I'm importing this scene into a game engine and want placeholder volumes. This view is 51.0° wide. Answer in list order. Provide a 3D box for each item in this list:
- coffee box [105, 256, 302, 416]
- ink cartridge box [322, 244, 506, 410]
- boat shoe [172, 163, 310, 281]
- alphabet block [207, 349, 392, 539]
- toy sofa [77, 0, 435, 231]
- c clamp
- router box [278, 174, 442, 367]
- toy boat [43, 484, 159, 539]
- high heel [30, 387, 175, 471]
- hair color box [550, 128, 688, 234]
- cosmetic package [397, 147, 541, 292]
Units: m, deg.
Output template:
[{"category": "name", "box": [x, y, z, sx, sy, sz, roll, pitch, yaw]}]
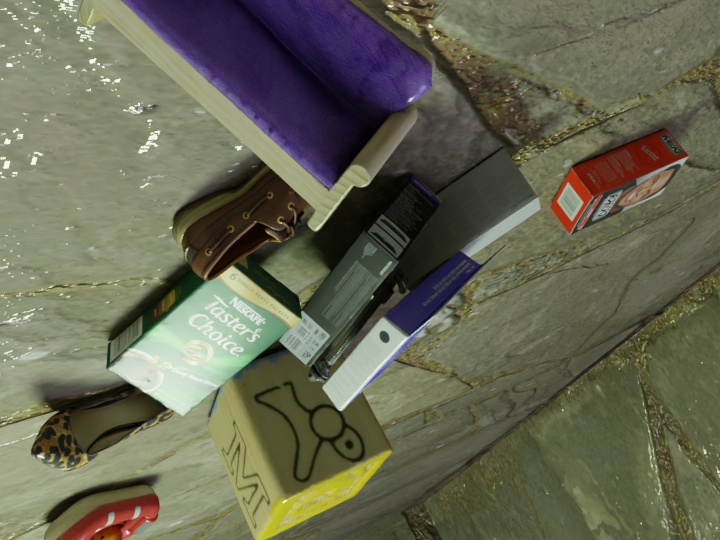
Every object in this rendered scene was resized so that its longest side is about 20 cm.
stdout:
[{"category": "coffee box", "box": [-0.175, 0.069, 0.843, 0.199, 0.044, 0.123, -38, 126, 15]}, {"category": "ink cartridge box", "box": [0.062, 0.052, 0.880, 0.200, 0.043, 0.197, -49, 172, 39]}, {"category": "boat shoe", "box": [-0.084, -0.058, 0.735, 0.197, 0.068, 0.072, -30, 157, -3]}, {"category": "alphabet block", "box": [-0.098, 0.252, 1.141, 0.192, 0.203, 0.198, -16, 153, -29]}, {"category": "toy sofa", "box": [-0.058, -0.132, 0.442, 0.098, 0.199, 0.083, -43, -173, 44]}, {"category": "c clamp", "box": [-0.010, 0.068, 0.942, 0.201, 0.027, 0.171, -52, -174, 15]}, {"category": "router box", "box": [0.000, 0.000, 0.884, 0.201, 0.052, 0.158, -51, -179, 38]}, {"category": "toy boat", "box": [-0.414, 0.444, 1.240, 0.130, 0.132, 0.198, -42, 154, 26]}, {"category": "high heel", "box": [-0.299, 0.178, 0.921, 0.140, 0.073, 0.200, -28, 174, 8]}, {"category": "hair color box", "box": [0.402, -0.138, 1.178, 0.196, 0.062, 0.102, -23, 155, -20]}, {"category": "cosmetic package", "box": [0.126, -0.060, 0.968, 0.198, 0.084, 0.051, -34, 157, 7]}]
